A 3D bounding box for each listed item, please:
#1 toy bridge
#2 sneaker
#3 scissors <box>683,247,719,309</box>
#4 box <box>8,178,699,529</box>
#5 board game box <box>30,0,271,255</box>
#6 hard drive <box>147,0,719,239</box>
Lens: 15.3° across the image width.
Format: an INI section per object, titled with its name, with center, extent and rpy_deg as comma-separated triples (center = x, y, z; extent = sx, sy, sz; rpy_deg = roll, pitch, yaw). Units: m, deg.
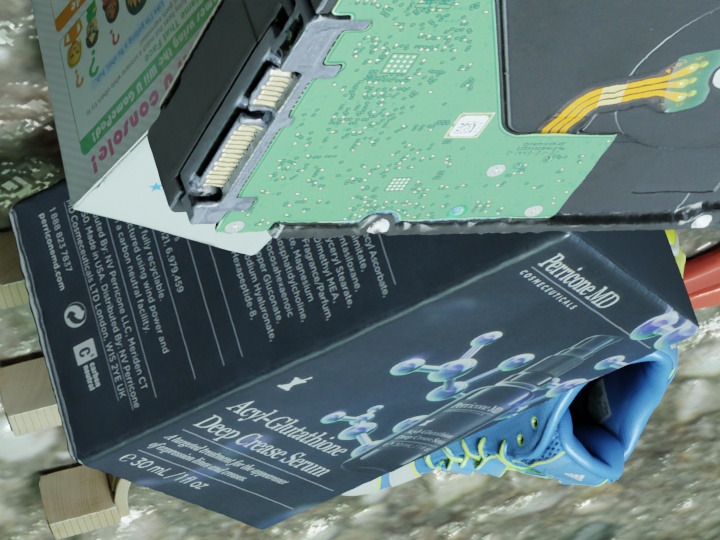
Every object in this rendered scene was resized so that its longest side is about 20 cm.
[toy bridge]
center = -0.115, 0.045, 1.101
extent = 0.067, 0.027, 0.200
rpy_deg = -14, 145, -4
[sneaker]
center = 0.052, 0.055, 1.098
extent = 0.076, 0.105, 0.200
rpy_deg = 29, 124, -32
[scissors]
center = 0.130, 0.015, 1.153
extent = 0.199, 0.014, 0.073
rpy_deg = -24, 144, 14
[box]
center = 0.000, 0.000, 0.983
extent = 0.199, 0.108, 0.148
rpy_deg = -26, 157, 17
[board game box]
center = -0.032, -0.130, 0.732
extent = 0.064, 0.201, 0.148
rpy_deg = 15, 137, -35
[hard drive]
center = 0.062, -0.062, 0.655
extent = 0.199, 0.038, 0.140
rpy_deg = -3, 147, -30
